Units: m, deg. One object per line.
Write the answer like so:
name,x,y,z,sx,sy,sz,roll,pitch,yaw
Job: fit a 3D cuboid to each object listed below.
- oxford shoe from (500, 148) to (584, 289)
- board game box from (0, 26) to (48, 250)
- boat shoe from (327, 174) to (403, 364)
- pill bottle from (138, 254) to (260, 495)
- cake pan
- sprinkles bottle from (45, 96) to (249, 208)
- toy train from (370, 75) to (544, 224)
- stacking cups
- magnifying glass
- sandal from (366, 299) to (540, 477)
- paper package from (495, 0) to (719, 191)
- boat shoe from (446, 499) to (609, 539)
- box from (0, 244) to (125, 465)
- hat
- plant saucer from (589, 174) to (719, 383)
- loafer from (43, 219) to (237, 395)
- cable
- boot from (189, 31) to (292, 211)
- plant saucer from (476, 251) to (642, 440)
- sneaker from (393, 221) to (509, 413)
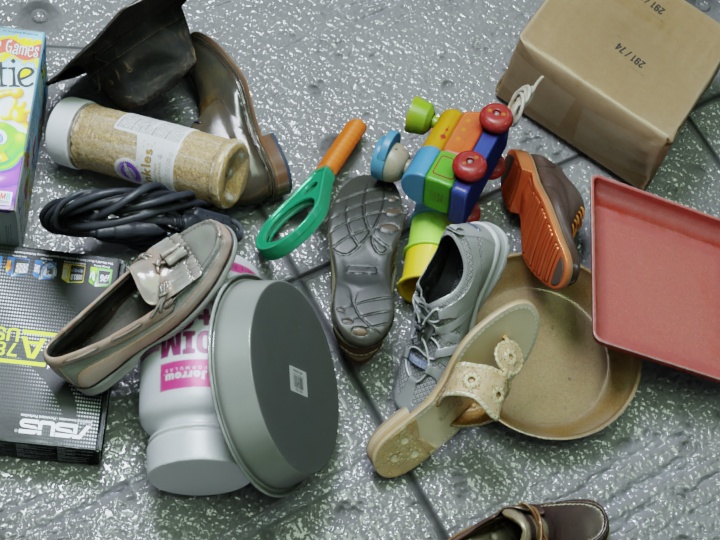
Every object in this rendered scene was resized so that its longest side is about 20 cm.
oxford shoe,0.198,-0.055,1.488,0.072,0.072,0.201,6,40,-15
board game box,-0.365,-0.124,1.421,0.101,0.105,0.203,6,61,-7
boat shoe,0.000,0.000,1.448,0.074,0.074,0.202,7,55,0
pill bottle,-0.145,0.093,1.346,0.112,0.114,0.203,2,62,-10
cake pan,-0.072,0.098,1.319,0.036,0.200,0.203,-12,60,22
sprinkles bottle,-0.207,-0.115,1.434,0.198,0.069,0.069,15,59,20
toy train,0.097,-0.145,1.489,0.114,0.085,0.201,21,54,13
stacking cups,0.078,-0.066,1.503,0.060,0.061,0.202,12,62,-5
magnifying glass,-0.044,-0.083,1.492,0.022,0.079,0.201,49,49,-24
sandal,0.101,0.125,1.357,0.211,0.078,0.070,-43,37,3
paper package,0.277,-0.223,1.602,0.199,0.104,0.191,33,60,8
boat shoe,0.144,0.249,1.346,0.197,0.072,0.073,-11,65,-16
box,-0.324,0.072,1.360,0.197,0.048,0.196,8,60,-7
hat,-0.212,-0.210,1.463,0.200,0.200,0.081,-36,95,-25
plant saucer,0.310,0.019,1.493,0.198,0.037,0.202,18,54,-18
loafer,-0.193,0.028,1.295,0.200,0.063,0.072,-44,49,7
cable,-0.214,-0.050,1.363,0.161,0.199,0.052,2,86,34
boot,-0.155,-0.148,1.493,0.096,0.075,0.201,-24,71,-25
plant saucer,0.179,0.078,1.463,0.197,0.036,0.203,5,62,-9
sneaker,0.068,0.044,1.393,0.074,0.081,0.203,22,96,40
